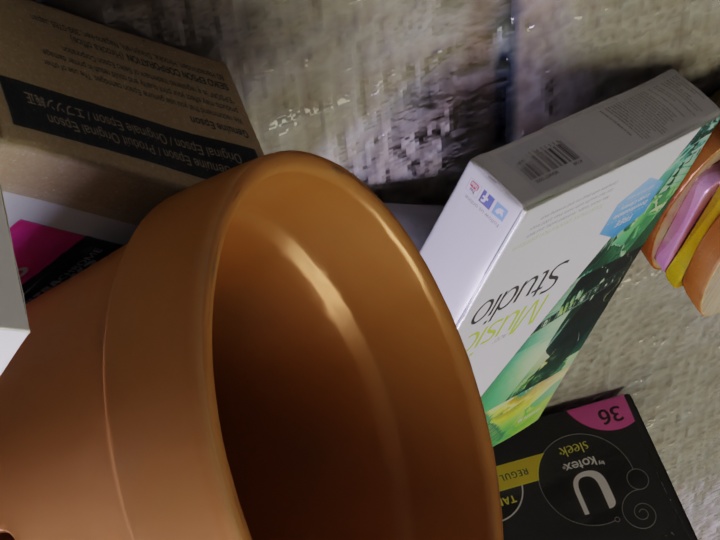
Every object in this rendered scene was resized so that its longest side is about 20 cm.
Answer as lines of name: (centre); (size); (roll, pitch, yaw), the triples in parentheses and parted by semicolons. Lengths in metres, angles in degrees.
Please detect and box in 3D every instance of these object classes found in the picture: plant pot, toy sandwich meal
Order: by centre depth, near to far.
plant pot: (-0.057, 0.072, 1.012); (0.140, 0.200, 0.200); (-16, 162, 27)
toy sandwich meal: (0.223, -0.052, 1.313); (0.205, 0.070, 0.205); (-19, 157, -9)

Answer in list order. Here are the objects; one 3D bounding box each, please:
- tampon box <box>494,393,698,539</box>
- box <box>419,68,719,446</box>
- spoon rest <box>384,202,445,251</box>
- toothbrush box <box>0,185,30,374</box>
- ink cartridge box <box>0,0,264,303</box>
tampon box: (0.080, 0.179, 1.610); (0.150, 0.126, 0.200); (-14, 155, -21)
box: (0.063, 0.013, 1.254); (0.144, 0.036, 0.200); (-25, 153, -45)
spoon rest: (0.000, 0.000, 1.258); (0.099, 0.061, 0.200); (-32, 169, 22)
toothbrush box: (-0.222, 0.019, 0.897); (0.200, 0.085, 0.146); (6, 141, -29)
ink cartridge box: (-0.155, -0.010, 1.054); (0.200, 0.075, 0.165); (-34, 156, 26)
